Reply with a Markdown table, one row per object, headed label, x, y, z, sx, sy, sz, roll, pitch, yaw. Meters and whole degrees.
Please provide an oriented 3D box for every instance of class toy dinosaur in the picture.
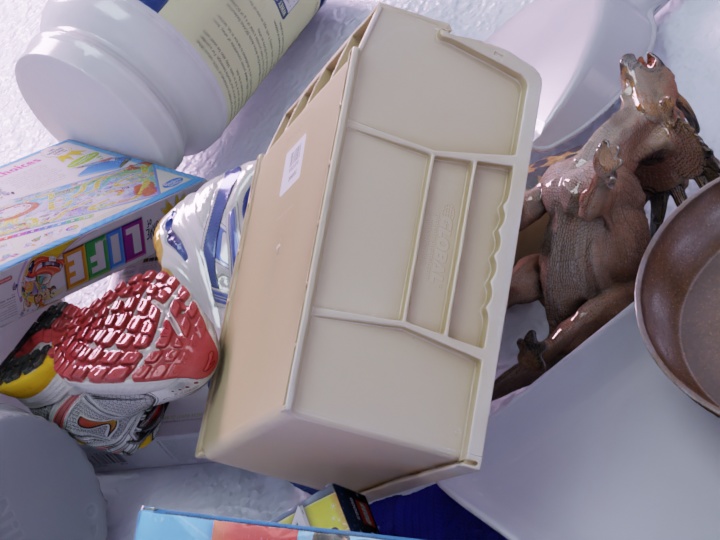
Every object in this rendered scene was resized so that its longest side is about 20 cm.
| label | x | y | z | sx | sy | sz | roll | pitch | yaw |
| --- | --- | --- | --- | --- | --- | --- | --- | --- | --- |
| toy dinosaur | 0.127 | -0.010 | 0.978 | 0.086 | 0.135 | 0.202 | 28 | 107 | 43 |

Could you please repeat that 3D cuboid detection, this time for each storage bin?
| label | x | y | z | sx | sy | sz | roll | pitch | yaw |
| --- | --- | --- | --- | --- | --- | --- | --- | --- | --- |
| storage bin | 0.000 | 0.000 | 0.924 | 0.200 | 0.093 | 0.201 | 144 | 139 | -71 |

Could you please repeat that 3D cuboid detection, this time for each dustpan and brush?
| label | x | y | z | sx | sy | sz | roll | pitch | yaw |
| --- | --- | --- | --- | --- | --- | --- | --- | --- | --- |
| dustpan and brush | 0.143 | -0.143 | 1.120 | 0.200 | 0.057 | 0.139 | -50 | 28 | -2 |

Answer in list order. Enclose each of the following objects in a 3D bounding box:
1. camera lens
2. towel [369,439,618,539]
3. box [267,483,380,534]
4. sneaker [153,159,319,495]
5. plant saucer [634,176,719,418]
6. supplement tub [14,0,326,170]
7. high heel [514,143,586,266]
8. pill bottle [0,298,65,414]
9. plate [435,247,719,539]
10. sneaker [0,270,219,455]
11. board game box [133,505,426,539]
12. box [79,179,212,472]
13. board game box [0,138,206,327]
| label | x | y | z | sx | sy | sz | roll | pitch | yaw |
| --- | --- | --- | --- | --- | --- | --- | --- | --- | --- |
| camera lens | -0.266 | 0.152 | 1.088 | 0.198 | 0.160 | 0.161 | -1 | 54 | 37 |
| towel | 0.049 | 0.156 | 0.926 | 0.199 | 0.050 | 0.149 | -24 | 44 | 19 |
| box | -0.026 | 0.221 | 0.878 | 0.136 | 0.038 | 0.201 | -32 | 61 | 17 |
| sneaker | -0.044 | 0.026 | 1.046 | 0.088 | 0.075 | 0.201 | -38 | 66 | 19 |
| plant saucer | 0.229 | 0.015 | 0.879 | 0.198 | 0.035 | 0.201 | -10 | 41 | 9 |
| supplement tub | -0.122 | -0.169 | 1.258 | 0.144 | 0.145 | 0.201 | 11 | 56 | 43 |
| high heel | 0.052 | -0.039 | 1.078 | 0.200 | 0.071 | 0.143 | -39 | 42 | 11 |
| pill bottle | -0.263 | 0.022 | 1.238 | 0.113 | 0.113 | 0.199 | -49 | 42 | -10 |
| plate | 0.166 | 0.091 | 0.866 | 0.199 | 0.033 | 0.199 | -36 | 45 | -20 |
| sneaker | -0.128 | 0.056 | 1.047 | 0.078 | 0.082 | 0.199 | -54 | 21 | -24 |
| board game box | -0.009 | 0.211 | 0.786 | 0.194 | 0.056 | 0.202 | 5 | 77 | 13 |
| box | -0.101 | 0.028 | 1.167 | 0.143 | 0.036 | 0.202 | -8 | 52 | 33 |
| board game box | -0.208 | -0.023 | 1.151 | 0.134 | 0.035 | 0.199 | 18 | 32 | 38 |
